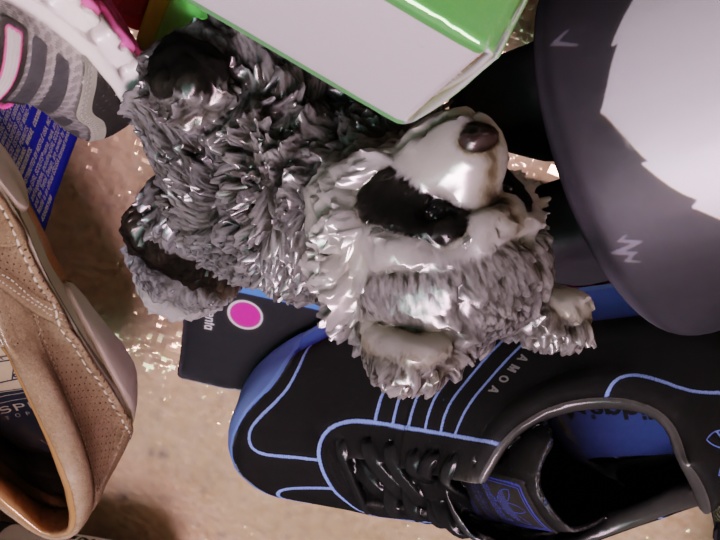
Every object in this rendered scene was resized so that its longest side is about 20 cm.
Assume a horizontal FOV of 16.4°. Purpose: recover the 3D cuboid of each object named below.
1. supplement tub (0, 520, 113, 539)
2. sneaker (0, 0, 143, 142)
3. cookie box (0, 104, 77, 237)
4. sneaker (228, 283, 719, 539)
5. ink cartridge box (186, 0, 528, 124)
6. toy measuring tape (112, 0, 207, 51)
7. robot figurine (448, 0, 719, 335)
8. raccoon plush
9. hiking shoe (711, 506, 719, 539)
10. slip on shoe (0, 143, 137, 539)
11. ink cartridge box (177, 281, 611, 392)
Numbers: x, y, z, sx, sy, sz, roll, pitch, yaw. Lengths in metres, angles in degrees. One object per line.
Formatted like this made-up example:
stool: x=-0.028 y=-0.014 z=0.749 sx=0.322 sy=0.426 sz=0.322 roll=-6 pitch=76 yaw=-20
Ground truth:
supplement tub: x=-0.174 y=0.151 z=0.950 sx=0.199 sy=0.123 sz=0.123 roll=9 pitch=126 yaw=9
sneaker: x=-0.128 y=-0.073 z=0.692 sx=0.087 sy=0.200 sz=0.074 roll=-39 pitch=66 yaw=8
cookie box: x=-0.202 y=-0.093 z=0.791 sx=0.170 sy=0.075 sz=0.200 roll=-4 pitch=137 yaw=18
sneaker: x=0.035 y=0.054 z=0.807 sx=0.199 sy=0.078 sz=0.070 roll=-14 pitch=122 yaw=30
ink cartridge box: x=0.006 y=-0.162 z=0.636 sx=0.146 sy=0.200 sz=0.084 roll=30 pitch=165 yaw=-7
toy measuring tape: x=-0.030 y=-0.112 z=0.761 sx=0.073 sy=0.074 sz=0.200 roll=24 pitch=127 yaw=-1
robot figurine: x=0.127 y=-0.053 z=0.724 sx=0.199 sy=0.125 sz=0.151 roll=-17 pitch=118 yaw=26
raccoon plush: x=0.000 y=0.000 z=0.741 sx=0.134 sy=0.097 sz=0.200 roll=59 pitch=164 yaw=19
hiking shoe: x=0.149 y=0.111 z=0.843 sx=0.075 sy=0.101 sz=0.201 roll=4 pitch=128 yaw=0
slip on shoe: x=-0.136 y=0.010 z=0.792 sx=0.076 sy=0.061 sz=0.200 roll=-9 pitch=137 yaw=21
ink cartridge box: x=0.039 y=0.014 z=0.853 sx=0.199 sy=0.037 sz=0.095 roll=12 pitch=126 yaw=5
